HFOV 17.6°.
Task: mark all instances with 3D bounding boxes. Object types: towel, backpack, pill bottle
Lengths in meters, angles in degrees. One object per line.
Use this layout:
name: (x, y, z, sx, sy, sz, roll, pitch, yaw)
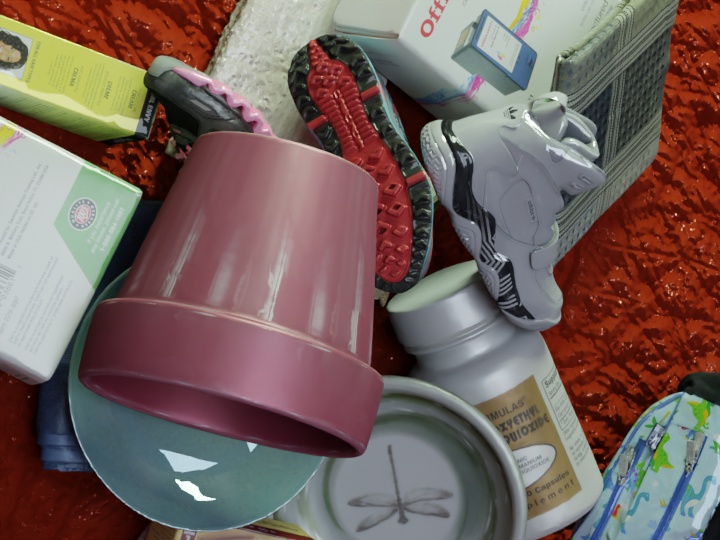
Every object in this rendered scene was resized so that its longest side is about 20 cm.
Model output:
towel: (-0.174, 0.047, 1.666, 0.112, 0.049, 0.200, 7, 89, -28)
backpack: (0.250, 0.186, 1.835, 0.154, 0.163, 0.200, 12, 78, 12)
towel: (0.184, -0.121, 1.776, 0.200, 0.035, 0.193, -42, 145, -46)
towel: (-0.051, -0.140, 1.732, 0.132, 0.034, 0.200, 29, 78, -26)
pill bottle: (0.099, 0.100, 1.771, 0.114, 0.114, 0.200, -30, 104, -24)

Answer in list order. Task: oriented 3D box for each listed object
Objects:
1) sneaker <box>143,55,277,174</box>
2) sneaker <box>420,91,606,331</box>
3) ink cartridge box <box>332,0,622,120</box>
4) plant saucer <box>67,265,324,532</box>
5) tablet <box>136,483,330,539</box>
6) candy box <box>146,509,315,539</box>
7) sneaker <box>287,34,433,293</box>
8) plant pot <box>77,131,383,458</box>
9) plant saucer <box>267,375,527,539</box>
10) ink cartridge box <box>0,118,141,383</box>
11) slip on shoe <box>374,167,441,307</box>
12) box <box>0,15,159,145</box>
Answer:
sneaker: (-0.098, -0.065, 1.638, 0.095, 0.079, 0.200, -46, 125, -8)
sneaker: (0.131, -0.043, 1.676, 0.115, 0.075, 0.200, -22, 126, 14)
ink cartridge box: (0.093, -0.188, 1.752, 0.200, 0.087, 0.145, 36, 76, -37)
plant saucer: (-0.114, 0.084, 1.640, 0.201, 0.039, 0.201, 3, 83, -22)
tablet: (-0.075, 0.183, 1.741, 0.130, 0.014, 0.200, 46, 71, -21)
candy box: (-0.115, 0.273, 1.679, 0.115, 0.055, 0.200, 15, 95, -25)
sneaker: (0.016, -0.073, 1.671, 0.096, 0.079, 0.200, 35, 36, -64)
plant pot: (-0.071, 0.013, 1.536, 0.200, 0.200, 0.179, 19, 77, -26)
plant saucer: (0.027, 0.169, 1.724, 0.200, 0.050, 0.200, 2, 104, 10)
ink cartridge box: (-0.271, -0.032, 1.558, 0.200, 0.088, 0.145, 28, 80, -12)
slip on shoe: (0.000, 0.000, 1.738, 0.200, 0.076, 0.061, -42, 104, -17)
box: (-0.242, -0.142, 1.612, 0.200, 0.075, 0.050, 19, 81, -25)
